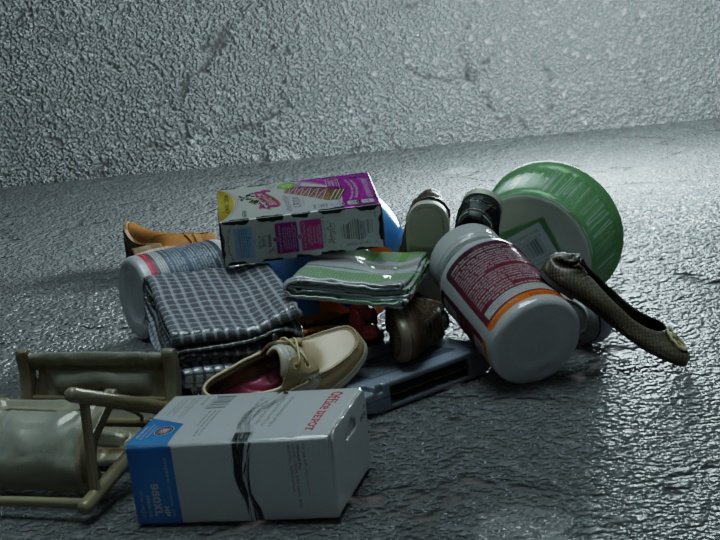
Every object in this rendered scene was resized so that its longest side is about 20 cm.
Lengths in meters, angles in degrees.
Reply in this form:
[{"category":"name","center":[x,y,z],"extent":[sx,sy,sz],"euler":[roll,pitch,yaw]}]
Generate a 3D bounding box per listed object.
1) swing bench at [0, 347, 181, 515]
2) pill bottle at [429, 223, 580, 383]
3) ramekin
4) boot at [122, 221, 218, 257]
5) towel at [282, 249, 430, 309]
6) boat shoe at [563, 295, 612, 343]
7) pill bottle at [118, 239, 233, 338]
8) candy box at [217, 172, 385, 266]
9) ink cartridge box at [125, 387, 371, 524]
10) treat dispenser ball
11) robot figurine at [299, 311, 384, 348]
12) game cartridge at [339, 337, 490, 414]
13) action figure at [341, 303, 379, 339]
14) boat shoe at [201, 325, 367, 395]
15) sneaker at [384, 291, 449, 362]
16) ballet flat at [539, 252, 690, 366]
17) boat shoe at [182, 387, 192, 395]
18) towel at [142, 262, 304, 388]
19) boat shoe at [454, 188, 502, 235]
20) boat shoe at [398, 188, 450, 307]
[{"category":"swing bench","center":[-0.312,0.158,1.477],"extent":[0.198,0.131,0.200],"euler":[-2,7,23]},{"category":"pill bottle","center":[0.162,0.033,1.688],"extent":[0.114,0.115,0.200],"euler":[-10,33,-18]},{"category":"ramekin","center":[0.241,-0.036,1.925],"extent":[0.199,0.201,0.098],"euler":[0,21,28]},{"category":"boot","center":[-0.336,-0.045,2.560],"extent":[0.154,0.074,0.200],"euler":[-11,25,-16]},{"category":"towel","center":[0.000,0.000,1.715],"extent":[0.148,0.031,0.200],"euler":[6,15,10]},{"category":"boat shoe","center":[0.230,0.053,1.790],"extent":[0.086,0.075,0.202],"euler":[-10,11,-21]},{"category":"pill bottle","center":[-0.235,0.020,2.080],"extent":[0.199,0.120,0.119],"euler":[-14,14,-29]},{"category":"candy box","center":[-0.077,-0.066,1.799],"extent":[0.199,0.061,0.136],"euler":[-8,21,-4]},{"category":"ink cartridge box","center":[-0.101,0.174,1.376],"extent":[0.199,0.085,0.145],"euler":[-4,13,14]},{"category":"treat dispenser ball","center":[-0.036,-0.020,1.963],"extent":[0.200,0.202,0.201],"euler":[-6,12,1]},{"category":"robot figurine","center":[-0.071,0.092,1.808],"extent":[0.199,0.059,0.145],"euler":[-7,12,-3]},{"category":"game cartridge","center":[0.038,0.118,1.684],"extent":[0.199,0.042,0.133],"euler":[-16,11,-38]},{"category":"action figure","center":[0.002,0.040,1.752],"extent":[0.051,0.066,0.200],"euler":[7,19,-5]},{"category":"boat shoe","center":[-0.083,0.111,1.580],"extent":[0.199,0.069,0.074],"euler":[-29,49,-15]},{"category":"sneaker","center":[0.069,0.057,1.704],"extent":[0.075,0.071,0.200],"euler":[-4,13,-2]},{"category":"ballet flat","center":[0.294,0.041,1.635],"extent":[0.200,0.046,0.067],"euler":[34,12,-1]},{"category":"boat shoe","center":[-0.245,0.126,1.741],"extent":[0.067,0.057,0.200],"euler":[-11,13,-21]},{"category":"towel","center":[-0.160,0.056,1.690],"extent":[0.165,0.086,0.200],"euler":[-5,22,-18]},{"category":"boat shoe","center":[0.143,-0.002,1.828],"extent":[0.071,0.201,0.068],"euler":[5,33,7]},{"category":"boat shoe","center":[0.078,-0.006,1.842],"extent":[0.071,0.201,0.060],"euler":[7,28,3]}]
